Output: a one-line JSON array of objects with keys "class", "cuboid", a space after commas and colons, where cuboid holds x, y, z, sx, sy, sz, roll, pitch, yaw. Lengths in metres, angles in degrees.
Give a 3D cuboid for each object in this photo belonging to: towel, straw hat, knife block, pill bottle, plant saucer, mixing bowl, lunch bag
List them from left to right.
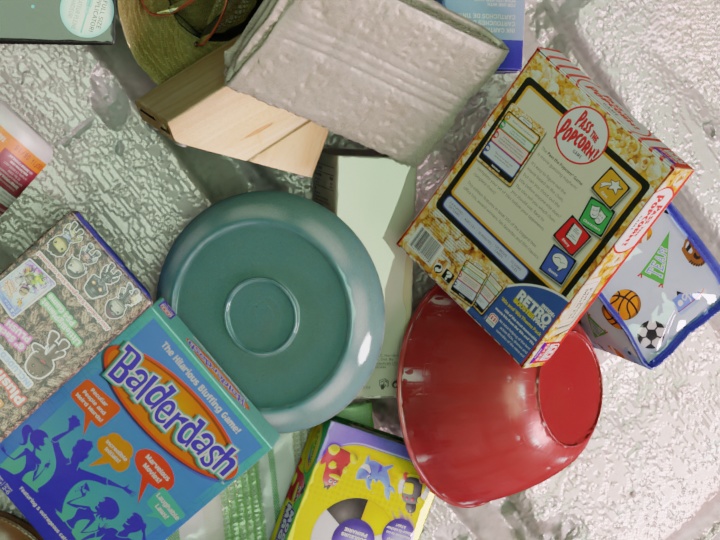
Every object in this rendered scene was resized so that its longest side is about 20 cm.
[{"class": "pill bottle", "cuboid": [-0.349, -0.057, 1.540, 0.109, 0.110, 0.200, 42, 87, -13]}, {"class": "straw hat", "cuboid": [-0.125, -0.235, 1.573, 0.200, 0.085, 0.203, -14, 117, -29]}, {"class": "plant saucer", "cuboid": [-0.079, 0.036, 1.572, 0.198, 0.027, 0.202, 2, 97, 15]}, {"class": "towel", "cuboid": [-0.080, 0.193, 1.635, 0.198, 0.031, 0.151, -7, 102, -16]}, {"class": "knife block", "cuboid": [-0.062, -0.173, 1.546, 0.199, 0.064, 0.177, 12, 102, -36]}, {"class": "towel", "cuboid": [0.002, -0.163, 1.493, 0.199, 0.035, 0.133, 22, 122, -30]}, {"class": "mixing bowl", "cuboid": [0.132, 0.098, 1.606, 0.199, 0.108, 0.202, 6, 82, -49]}, {"class": "lunch bag", "cuboid": [0.201, -0.034, 1.624, 0.124, 0.170, 0.200, -41, 101, -9]}]

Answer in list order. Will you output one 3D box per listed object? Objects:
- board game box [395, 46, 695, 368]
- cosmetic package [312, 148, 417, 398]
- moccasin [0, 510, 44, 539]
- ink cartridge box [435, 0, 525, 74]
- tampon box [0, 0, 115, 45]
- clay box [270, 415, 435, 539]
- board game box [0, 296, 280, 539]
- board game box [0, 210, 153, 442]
[{"class": "board game box", "cuboid": [0.142, -0.049, 1.507, 0.152, 0.046, 0.201, 45, 112, 22]}, {"class": "cosmetic package", "cuboid": [0.000, 0.000, 1.622, 0.072, 0.104, 0.202, 1, 98, -13]}, {"class": "moccasin", "cuboid": [-0.266, 0.284, 1.614, 0.073, 0.078, 0.202, -33, 102, -6]}, {"class": "ink cartridge box", "cuboid": [0.088, -0.234, 1.594, 0.076, 0.136, 0.202, 0, 96, -10]}, {"class": "tampon box", "cuboid": [-0.294, -0.255, 1.519, 0.198, 0.126, 0.151, 0, 97, -11]}, {"class": "clay box", "cuboid": [-0.015, 0.232, 1.621, 0.114, 0.048, 0.202, 19, 92, -19]}, {"class": "board game box", "cuboid": [-0.188, 0.145, 1.563, 0.200, 0.045, 0.152, -41, 92, 10]}, {"class": "board game box", "cuboid": [-0.271, 0.053, 1.539, 0.200, 0.159, 0.097, -42, 96, -3]}]
